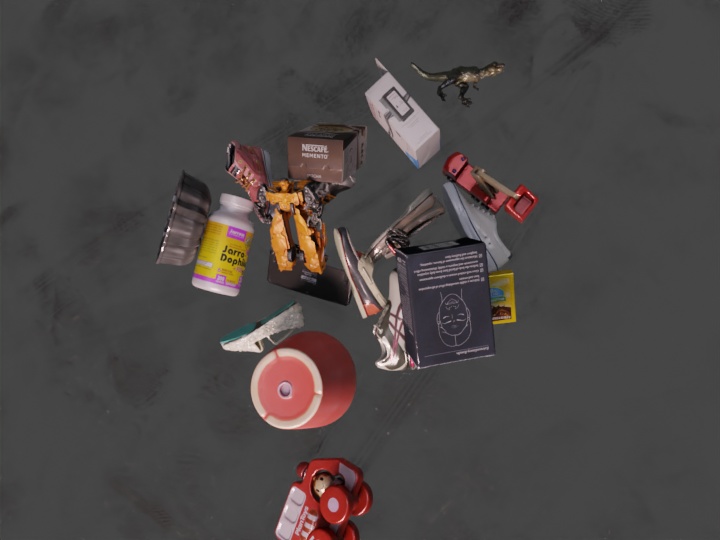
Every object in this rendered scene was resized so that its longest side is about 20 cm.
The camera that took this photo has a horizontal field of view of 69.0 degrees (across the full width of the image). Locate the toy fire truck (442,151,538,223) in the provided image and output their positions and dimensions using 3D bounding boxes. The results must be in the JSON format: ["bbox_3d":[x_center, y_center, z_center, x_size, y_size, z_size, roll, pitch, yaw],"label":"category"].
[{"bbox_3d":[0.241,-0.164,1.010,0.199,0.141,0.049,41,92,11],"label":"toy fire truck"}]

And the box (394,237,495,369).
[{"bbox_3d":[0.151,0.054,0.950,0.144,0.107,0.206,-8,99,-6],"label":"box"}]

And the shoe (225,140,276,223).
[{"bbox_3d":[-0.231,-0.187,1.092,0.072,0.089,0.204,-45,46,37],"label":"shoe"}]

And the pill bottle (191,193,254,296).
[{"bbox_3d":[-0.287,-0.056,1.121,0.101,0.104,0.206,13,88,12],"label":"pill bottle"}]

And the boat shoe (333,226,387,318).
[{"bbox_3d":[0.000,0.000,1.046,0.061,0.071,0.204,-21,113,-2],"label":"boat shoe"}]

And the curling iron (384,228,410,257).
[{"bbox_3d":[0.114,0.001,1.041,0.049,0.026,0.202,-24,107,37],"label":"curling iron"}]

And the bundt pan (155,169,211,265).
[{"bbox_3d":[-0.370,-0.103,1.110,0.074,0.201,0.207,16,88,-22],"label":"bundt pan"}]

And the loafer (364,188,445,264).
[{"bbox_3d":[0.090,-0.077,1.070,0.063,0.072,0.200,44,91,5],"label":"loafer"}]

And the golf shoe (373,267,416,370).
[{"bbox_3d":[0.067,0.097,1.034,0.085,0.077,0.206,-5,90,-8],"label":"golf shoe"}]

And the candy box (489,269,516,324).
[{"bbox_3d":[0.204,0.061,1.032,0.194,0.026,0.105,-7,106,7],"label":"candy box"}]

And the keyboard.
[{"bbox_3d":[-0.103,-0.001,1.124,0.195,0.040,0.107,16,111,11],"label":"keyboard"}]

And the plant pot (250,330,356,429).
[{"bbox_3d":[-0.119,0.220,1.025,0.194,0.177,0.207,-1,85,11],"label":"plant pot"}]

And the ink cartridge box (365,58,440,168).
[{"bbox_3d":[0.076,-0.318,1.070,0.067,0.116,0.201,-39,78,3],"label":"ink cartridge box"}]

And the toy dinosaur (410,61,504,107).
[{"bbox_3d":[0.198,-0.392,1.090,0.194,0.048,0.091,4,71,12],"label":"toy dinosaur"}]

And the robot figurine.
[{"bbox_3d":[-0.129,-0.090,1.024,0.141,0.059,0.204,4,125,16],"label":"robot figurine"}]

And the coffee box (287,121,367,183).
[{"bbox_3d":[-0.061,-0.239,1.040,0.110,0.201,0.082,8,114,10],"label":"coffee box"}]

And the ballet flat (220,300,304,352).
[{"bbox_3d":[-0.204,0.135,1.108,0.196,0.072,0.073,-27,80,8],"label":"ballet flat"}]

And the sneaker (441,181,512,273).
[{"bbox_3d":[0.232,-0.094,1.048,0.070,0.073,0.203,-29,89,-3],"label":"sneaker"}]

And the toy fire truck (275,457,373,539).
[{"bbox_3d":[-0.078,0.468,1.038,0.165,0.112,0.205,18,87,31],"label":"toy fire truck"}]

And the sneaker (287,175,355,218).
[{"bbox_3d":[-0.099,-0.158,1.113,0.195,0.078,0.080,-13,84,19],"label":"sneaker"}]
